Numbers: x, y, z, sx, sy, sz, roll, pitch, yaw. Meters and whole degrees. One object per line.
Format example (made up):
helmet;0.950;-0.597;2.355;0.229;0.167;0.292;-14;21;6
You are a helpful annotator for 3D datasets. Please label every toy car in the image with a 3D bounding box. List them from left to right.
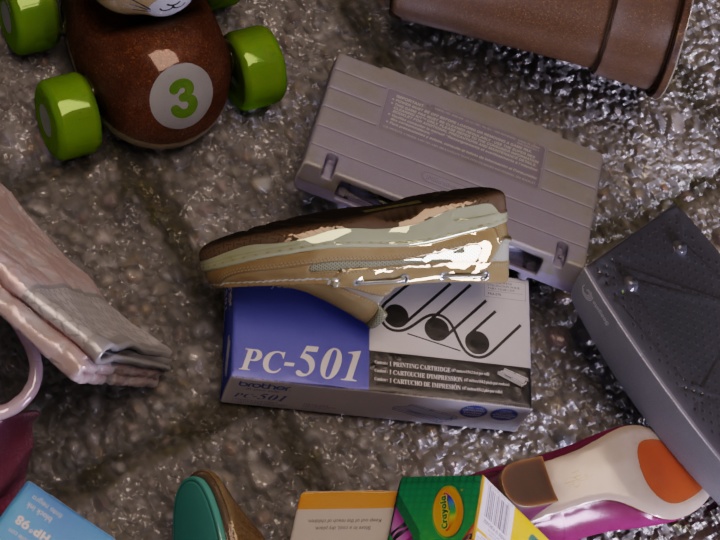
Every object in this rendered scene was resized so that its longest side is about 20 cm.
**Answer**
toy car;-0.131;-0.185;1.466;0.163;0.200;0.159;-16;70;-20

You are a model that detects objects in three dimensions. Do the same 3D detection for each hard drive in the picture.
hard drive;0.228;0.064;1.504;0.201;0.042;0.135;53;44;5

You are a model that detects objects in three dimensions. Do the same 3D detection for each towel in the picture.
towel;-0.202;-0.004;1.373;0.191;0.200;0.032;43;93;8

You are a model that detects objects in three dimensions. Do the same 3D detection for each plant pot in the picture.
plant pot;0.126;-0.233;1.568;0.196;0.201;0.202;10;63;-2

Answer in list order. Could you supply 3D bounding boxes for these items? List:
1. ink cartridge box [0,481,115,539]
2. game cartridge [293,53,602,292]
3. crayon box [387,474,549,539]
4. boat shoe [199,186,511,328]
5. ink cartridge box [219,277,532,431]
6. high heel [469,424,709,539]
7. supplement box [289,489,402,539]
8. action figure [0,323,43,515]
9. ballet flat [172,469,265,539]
ink cartridge box;-0.224;0.231;1.296;0.066;0.116;0.201;33;62;3
game cartridge;0.062;-0.067;1.534;0.199;0.039;0.130;21;38;-4
crayon box;0.081;0.216;1.343;0.058;0.200;0.120;-5;57;31
boat shoe;0.000;0.000;1.441;0.198;0.072;0.077;-9;99;-5
ink cartridge box;0.010;0.045;1.483;0.198;0.044;0.095;6;63;-11
high heel;0.135;0.146;1.477;0.199;0.096;0.068;4;63;-36
supplement box;0.000;0.245;1.335;0.073;0.126;0.201;-4;58;29
action figure;-0.272;0.126;1.323;0.199;0.149;0.134;-30;81;-39
ballet flat;-0.065;0.219;1.377;0.072;0.068;0.202;5;63;-34
